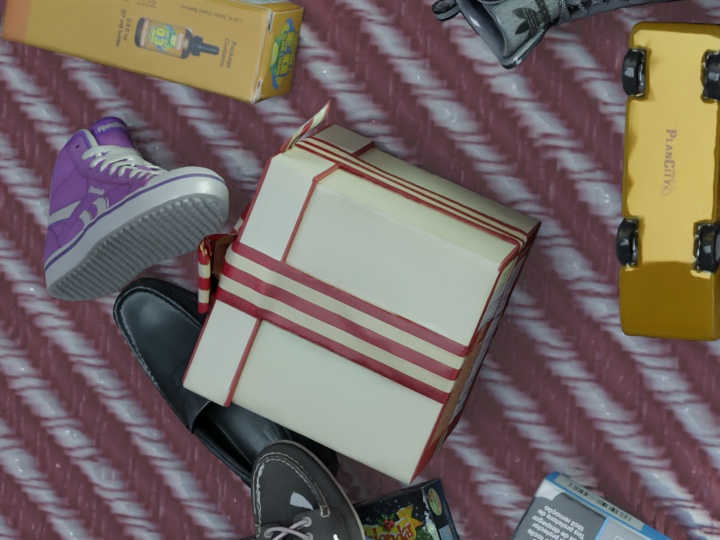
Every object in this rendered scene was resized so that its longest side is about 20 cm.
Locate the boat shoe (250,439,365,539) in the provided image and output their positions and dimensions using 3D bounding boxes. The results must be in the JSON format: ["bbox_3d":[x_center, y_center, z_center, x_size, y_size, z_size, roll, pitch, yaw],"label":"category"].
[{"bbox_3d":[-0.027,0.208,1.711,0.067,0.057,0.201,-19,89,21],"label":"boat shoe"}]

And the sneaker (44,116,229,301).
[{"bbox_3d":[-0.158,-0.061,1.780,0.200,0.072,0.115,-24,62,49],"label":"sneaker"}]

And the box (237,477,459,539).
[{"bbox_3d":[-0.018,0.237,1.815,0.199,0.038,0.137,-19,89,22],"label":"box"}]

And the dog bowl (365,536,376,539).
[{"bbox_3d":[-0.050,0.240,1.780,0.199,0.050,0.112,-19,89,21],"label":"dog bowl"}]

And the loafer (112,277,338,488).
[{"bbox_3d":[-0.097,0.082,1.809,0.201,0.070,0.068,45,109,10],"label":"loafer"}]

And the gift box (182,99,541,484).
[{"bbox_3d":[0.000,0.000,1.711,0.186,0.185,0.201,23,100,8],"label":"gift box"}]

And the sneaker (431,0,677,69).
[{"bbox_3d":[0.137,-0.175,1.640,0.200,0.114,0.076,9,136,43],"label":"sneaker"}]

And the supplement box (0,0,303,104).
[{"bbox_3d":[-0.142,-0.169,1.800,0.199,0.069,0.067,16,103,20],"label":"supplement box"}]

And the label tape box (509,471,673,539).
[{"bbox_3d":[0.137,0.254,1.719,0.144,0.063,0.201,29,95,8],"label":"label tape box"}]

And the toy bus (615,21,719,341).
[{"bbox_3d":[0.204,-0.057,1.675,0.065,0.078,0.201,4,98,21],"label":"toy bus"}]
